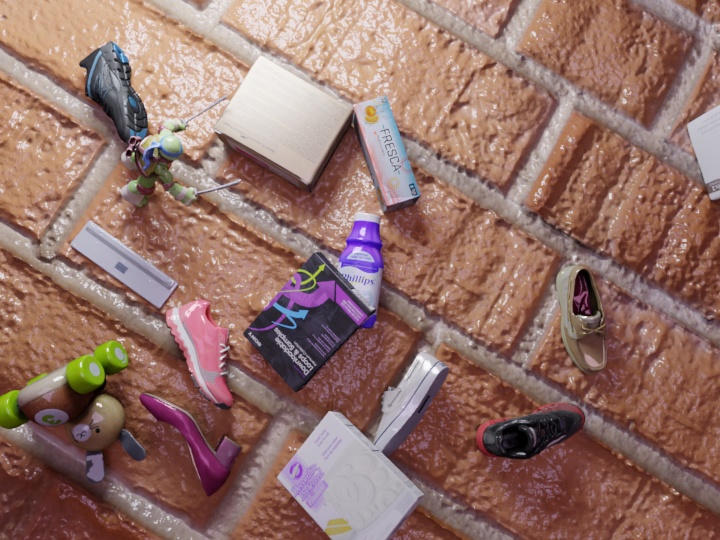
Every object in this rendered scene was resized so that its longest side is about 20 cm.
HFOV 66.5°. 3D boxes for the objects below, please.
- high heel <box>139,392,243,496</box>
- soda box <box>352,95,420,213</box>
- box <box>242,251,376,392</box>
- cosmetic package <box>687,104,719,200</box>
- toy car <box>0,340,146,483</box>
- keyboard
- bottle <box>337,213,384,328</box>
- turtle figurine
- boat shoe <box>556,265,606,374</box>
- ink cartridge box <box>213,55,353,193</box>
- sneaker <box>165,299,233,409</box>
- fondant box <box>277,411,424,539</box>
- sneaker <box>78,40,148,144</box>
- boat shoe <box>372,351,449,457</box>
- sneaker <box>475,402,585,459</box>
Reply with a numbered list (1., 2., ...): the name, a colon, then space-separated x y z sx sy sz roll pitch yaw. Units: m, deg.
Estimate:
1. high heel: -0.303 0.289 0.920 0.200 0.067 0.096 33 71 -2
2. soda box: 0.045 -0.212 1.011 0.068 0.064 0.201 -17 85 -6
3. box: -0.090 0.089 0.938 0.143 0.036 0.200 45 104 11
4. cosmetic package: 0.763 -0.244 1.008 0.199 0.165 0.166 -13 83 -6
5. toy car: -0.443 0.245 0.888 0.164 0.158 0.201 -26 97 6
6. keyboard: -0.424 -0.011 0.984 0.200 0.011 0.056 35 87 2
7. bottle: 0.000 0.000 0.979 0.083 0.065 0.201 9 82 3
8. turtle figurine: -0.319 -0.181 0.947 0.200 0.193 0.144 -42 113 -44
9. boat shoe: 0.405 0.088 0.992 0.074 0.066 0.201 -13 84 -5
10. ink cartridge box: -0.136 -0.264 1.000 0.199 0.075 0.165 31 83 0
11. sneaker: -0.256 0.140 0.942 0.087 0.074 0.201 -28 85 -8
12. fondant box: -0.018 0.353 0.895 0.200 0.058 0.144 38 89 25
13. sneaker: -0.448 -0.311 0.997 0.082 0.073 0.201 -21 76 5
14. boat shoe: 0.072 0.232 0.960 0.070 0.071 0.200 34 91 32
15. sneaker: 0.304 0.279 0.947 0.199 0.098 0.071 -12 82 -6
